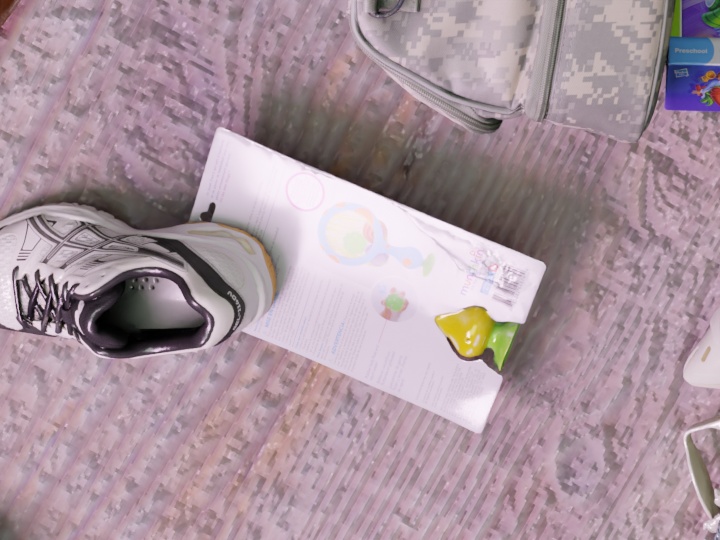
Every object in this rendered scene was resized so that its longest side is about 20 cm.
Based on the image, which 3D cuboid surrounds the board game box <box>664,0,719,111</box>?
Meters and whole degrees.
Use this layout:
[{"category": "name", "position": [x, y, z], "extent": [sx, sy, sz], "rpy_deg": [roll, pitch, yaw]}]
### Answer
[{"category": "board game box", "position": [0.263, -0.150, 1.502], "extent": [0.199, 0.045, 0.135], "rpy_deg": [1, 59, 5]}]

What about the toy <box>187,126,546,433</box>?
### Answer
[{"category": "toy", "position": [0.000, 0.000, 1.598], "extent": [0.200, 0.047, 0.115], "rpy_deg": [25, 118, 10]}]

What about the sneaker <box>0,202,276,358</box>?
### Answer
[{"category": "sneaker", "position": [-0.151, 0.010, 1.583], "extent": [0.199, 0.088, 0.076], "rpy_deg": [-2, 111, 23]}]

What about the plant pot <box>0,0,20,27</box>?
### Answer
[{"category": "plant pot", "position": [-0.285, -0.220, 1.521], "extent": [0.200, 0.187, 0.187], "rpy_deg": [33, 105, 11]}]

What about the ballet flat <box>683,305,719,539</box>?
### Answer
[{"category": "ballet flat", "position": [0.214, 0.078, 1.596], "extent": [0.074, 0.074, 0.201], "rpy_deg": [-2, 100, 6]}]

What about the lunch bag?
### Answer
[{"category": "lunch bag", "position": [0.074, -0.149, 1.485], "extent": [0.167, 0.200, 0.140], "rpy_deg": [9, 102, -1]}]
